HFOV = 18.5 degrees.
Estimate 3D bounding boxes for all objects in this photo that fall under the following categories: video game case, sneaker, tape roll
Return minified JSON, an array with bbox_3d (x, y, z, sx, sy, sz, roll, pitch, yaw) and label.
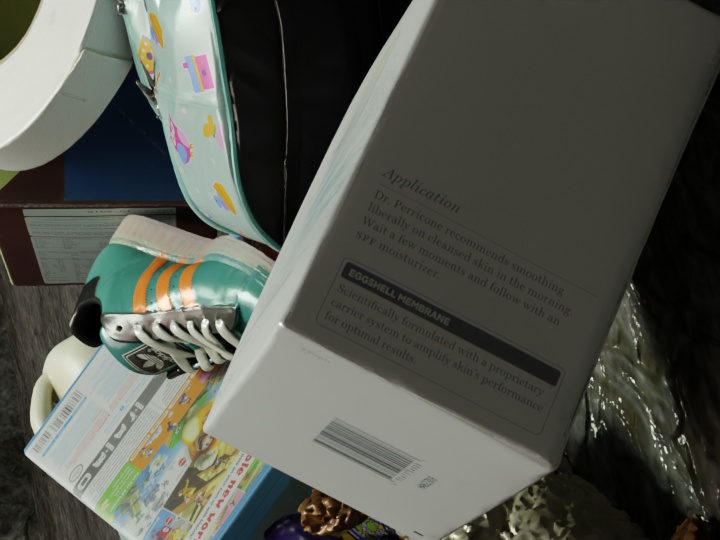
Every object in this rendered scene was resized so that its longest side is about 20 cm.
[{"bbox_3d":[-0.096,0.080,1.218,0.018,0.143,0.200,41,171,-37],"label":"video game case"},{"bbox_3d":[-0.087,0.027,1.183,0.071,0.080,0.200,41,164,-32],"label":"sneaker"},{"bbox_3d":[-0.186,-0.155,1.204,0.202,0.037,0.204,-12,73,43],"label":"tape roll"}]

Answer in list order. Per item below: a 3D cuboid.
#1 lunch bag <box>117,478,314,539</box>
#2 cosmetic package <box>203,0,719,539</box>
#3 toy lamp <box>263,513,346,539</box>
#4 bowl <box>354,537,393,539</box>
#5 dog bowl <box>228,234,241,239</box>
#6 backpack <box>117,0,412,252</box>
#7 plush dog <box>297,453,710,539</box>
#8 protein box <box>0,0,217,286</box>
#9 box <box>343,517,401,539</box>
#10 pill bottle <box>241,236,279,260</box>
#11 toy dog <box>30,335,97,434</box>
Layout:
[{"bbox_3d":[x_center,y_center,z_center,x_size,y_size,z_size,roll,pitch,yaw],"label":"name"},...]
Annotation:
[{"bbox_3d":[-0.060,0.149,1.323,0.077,0.160,0.200,41,156,32],"label":"lunch bag"},{"bbox_3d":[0.038,-0.013,0.927,0.201,0.123,0.199,-64,4,-20],"label":"cosmetic package"},{"bbox_3d":[0.025,0.068,1.143,0.200,0.058,0.058,-55,28,7],"label":"toy lamp"},{"bbox_3d":[0.036,0.241,1.280,0.200,0.039,0.201,26,136,28],"label":"bowl"},{"bbox_3d":[-0.050,0.007,1.555,0.200,0.049,0.112,155,102,-75],"label":"dog bowl"},{"bbox_3d":[-0.027,-0.110,1.122,0.153,0.175,0.201,6,110,55],"label":"backpack"},{"bbox_3d":[0.071,0.130,1.059,0.161,0.199,0.172,-57,49,21],"label":"plush dog"},{"bbox_3d":[-0.153,-0.108,1.352,0.200,0.134,0.200,108,162,-76],"label":"protein box"},{"bbox_3d":[0.030,0.181,1.329,0.064,0.070,0.201,22,134,25],"label":"box"},{"bbox_3d":[0.000,0.000,1.258,0.112,0.112,0.201,97,155,-50],"label":"pill bottle"},{"bbox_3d":[-0.133,0.098,1.696,0.200,0.194,0.140,37,134,15],"label":"toy dog"}]
